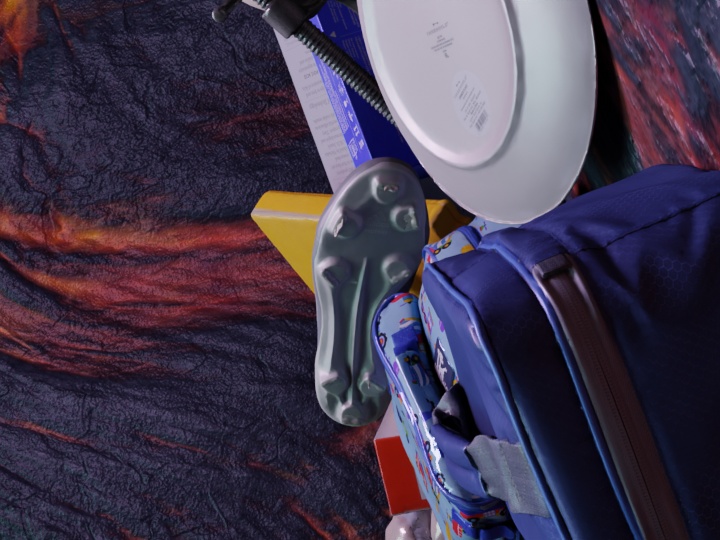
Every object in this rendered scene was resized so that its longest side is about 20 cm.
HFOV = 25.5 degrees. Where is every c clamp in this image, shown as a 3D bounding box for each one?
[{"bbox_3d":[0.006,-0.120,0.951,0.200,0.027,0.171,38,-149,-13],"label":"c clamp"}]

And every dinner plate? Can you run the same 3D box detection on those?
[{"bbox_3d":[0.044,-0.116,0.769,0.200,0.024,0.201,43,144,43],"label":"dinner plate"}]

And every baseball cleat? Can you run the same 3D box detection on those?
[{"bbox_3d":[0.000,0.000,1.004,0.107,0.069,0.201,-89,9,-55],"label":"baseball cleat"}]

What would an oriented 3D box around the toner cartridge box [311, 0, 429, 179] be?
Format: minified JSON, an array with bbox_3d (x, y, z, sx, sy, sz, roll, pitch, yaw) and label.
[{"bbox_3d":[0.015,-0.158,1.047,0.043,0.095,0.201,133,118,-71],"label":"toner cartridge box"}]

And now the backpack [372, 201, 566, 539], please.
[{"bbox_3d":[0.086,0.056,0.889,0.200,0.134,0.183,79,170,-60],"label":"backpack"}]

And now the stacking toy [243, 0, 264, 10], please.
[{"bbox_3d":[-0.049,-0.323,1.301,0.200,0.145,0.147,106,148,-53],"label":"stacking toy"}]

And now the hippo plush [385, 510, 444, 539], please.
[{"bbox_3d":[0.114,0.187,1.201,0.160,0.199,0.161,56,-150,-23],"label":"hippo plush"}]

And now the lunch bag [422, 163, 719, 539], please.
[{"bbox_3d":[0.092,0.043,0.604,0.200,0.132,0.137,-142,32,-85],"label":"lunch bag"}]

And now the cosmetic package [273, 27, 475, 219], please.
[{"bbox_3d":[0.019,-0.116,1.140,0.074,0.101,0.201,-13,100,61],"label":"cosmetic package"}]

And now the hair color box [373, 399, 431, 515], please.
[{"bbox_3d":[0.078,0.107,1.171,0.200,0.101,0.062,-57,-45,-70],"label":"hair color box"}]

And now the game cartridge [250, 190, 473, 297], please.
[{"bbox_3d":[0.038,0.014,1.102,0.199,0.033,0.176,5,142,48],"label":"game cartridge"}]
